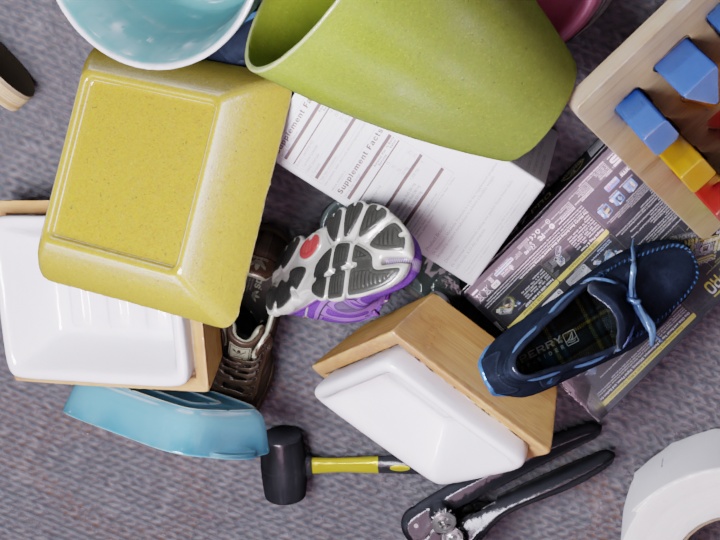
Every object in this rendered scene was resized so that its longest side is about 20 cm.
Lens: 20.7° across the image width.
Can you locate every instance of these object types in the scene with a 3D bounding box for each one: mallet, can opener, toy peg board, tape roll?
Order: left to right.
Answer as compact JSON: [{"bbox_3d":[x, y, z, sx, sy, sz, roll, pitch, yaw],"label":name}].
[{"bbox_3d":[0.007,0.162,1.740,0.199,0.041,0.066,-8,111,9],"label":"mallet"},{"bbox_3d":[0.125,0.187,1.713,0.200,0.079,0.063,-32,101,13],"label":"can opener"},{"bbox_3d":[0.322,0.237,1.694,0.202,0.071,0.203,4,116,9],"label":"tape roll"},{"bbox_3d":[0.293,-0.118,1.443,0.200,0.098,0.199,-44,132,9],"label":"toy peg board"}]

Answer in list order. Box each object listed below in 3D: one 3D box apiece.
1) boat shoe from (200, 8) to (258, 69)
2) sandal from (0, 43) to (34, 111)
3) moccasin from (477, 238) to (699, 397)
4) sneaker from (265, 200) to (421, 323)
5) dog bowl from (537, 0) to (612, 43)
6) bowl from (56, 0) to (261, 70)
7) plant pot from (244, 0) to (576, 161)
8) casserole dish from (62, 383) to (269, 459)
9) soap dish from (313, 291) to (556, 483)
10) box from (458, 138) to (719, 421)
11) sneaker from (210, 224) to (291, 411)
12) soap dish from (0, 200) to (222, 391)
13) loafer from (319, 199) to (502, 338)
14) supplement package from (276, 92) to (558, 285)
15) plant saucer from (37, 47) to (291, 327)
[{"bbox_3d":[-0.085,-0.166,1.579,0.200,0.084,0.069,-27,93,36],"label":"boat shoe"},{"bbox_3d":[-0.365,-0.197,1.611,0.070,0.078,0.212,-38,109,18],"label":"sandal"},{"bbox_3d":[0.186,0.042,1.511,0.200,0.068,0.081,-36,94,-17],"label":"moccasin"},{"bbox_3d":[0.000,0.000,1.556,0.083,0.200,0.081,18,75,-23],"label":"sneaker"},{"bbox_3d":[0.106,-0.247,1.502,0.199,0.074,0.201,4,116,9],"label":"dog bowl"},{"bbox_3d":[-0.135,-0.260,1.505,0.200,0.105,0.202,8,107,26],"label":"bowl"},{"bbox_3d":[0.051,-0.169,1.425,0.200,0.187,0.187,33,117,-21],"label":"plant pot"},{"bbox_3d":[-0.163,0.119,1.670,0.200,0.121,0.039,14,96,44],"label":"casserole dish"},{"bbox_3d":[0.061,0.097,1.612,0.157,0.081,0.200,37,160,-10],"label":"soap dish"},{"bbox_3d":[0.203,-0.004,1.589,0.161,0.049,0.200,42,100,-8],"label":"box"},{"bbox_3d":[-0.106,0.059,1.686,0.070,0.076,0.201,14,117,4],"label":"sneaker"},{"bbox_3d":[-0.207,0.016,1.646,0.199,0.081,0.158,1,103,29],"label":"soap dish"},{"bbox_3d":[0.057,-0.006,1.642,0.200,0.063,0.072,29,94,-8],"label":"loafer"},{"bbox_3d":[0.040,-0.102,1.560,0.200,0.114,0.110,32,117,-5],"label":"supplement package"},{"bbox_3d":[-0.166,-0.073,1.537,0.199,0.048,0.201,13,90,31],"label":"plant saucer"}]
